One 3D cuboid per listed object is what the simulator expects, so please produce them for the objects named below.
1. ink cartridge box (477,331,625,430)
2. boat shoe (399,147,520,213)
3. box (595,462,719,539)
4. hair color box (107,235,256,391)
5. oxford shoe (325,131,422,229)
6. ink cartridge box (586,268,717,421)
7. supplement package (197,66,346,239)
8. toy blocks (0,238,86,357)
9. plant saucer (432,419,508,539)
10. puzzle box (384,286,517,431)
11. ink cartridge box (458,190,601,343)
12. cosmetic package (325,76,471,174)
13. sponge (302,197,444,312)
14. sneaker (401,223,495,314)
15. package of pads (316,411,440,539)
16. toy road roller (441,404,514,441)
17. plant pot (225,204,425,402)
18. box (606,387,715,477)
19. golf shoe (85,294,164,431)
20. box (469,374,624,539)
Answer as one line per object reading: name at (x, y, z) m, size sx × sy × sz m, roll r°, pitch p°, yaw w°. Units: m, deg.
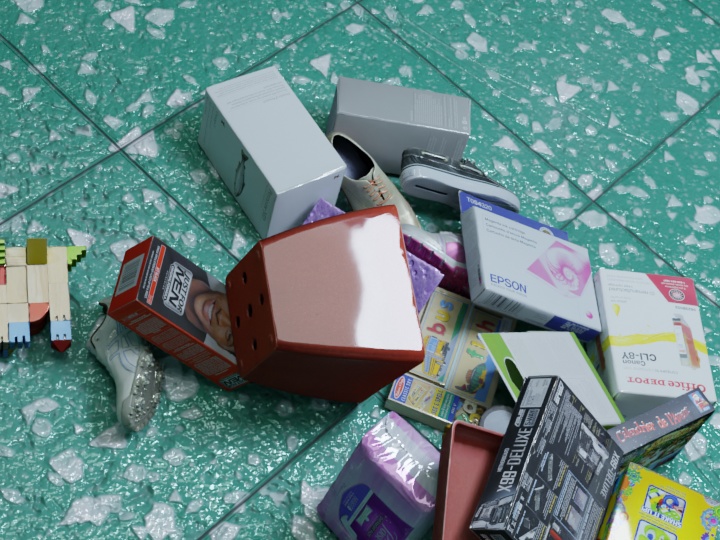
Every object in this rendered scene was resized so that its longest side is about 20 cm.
ink cartridge box at (0.223, 0.155, 1.704) m, size 0.199 × 0.076 × 0.148 m, roll 3°, pitch 50°, yaw -45°
boat shoe at (0.145, -0.129, 1.904) m, size 0.199 × 0.072 × 0.071 m, roll 18°, pitch 57°, yaw -30°
box at (0.308, 0.366, 1.551) m, size 0.121 × 0.200 × 0.193 m, roll 24°, pitch 52°, yaw 3°
hair color box at (-0.209, 0.055, 1.659) m, size 0.200 × 0.061 × 0.102 m, roll 37°, pitch 45°, yaw -33°
oxford shoe at (0.014, -0.108, 1.860) m, size 0.071 × 0.074 × 0.200 m, roll -44°, pitch 93°, yaw -8°
ink cartridge box at (0.390, 0.107, 1.825) m, size 0.144 × 0.084 × 0.201 m, roll 6°, pitch 54°, yaw -11°
supplement package at (-0.126, -0.162, 1.860) m, size 0.117 × 0.117 × 0.200 m, roll -22°, pitch 63°, yaw -27°
toy blocks at (-0.438, 0.044, 1.660) m, size 0.199 × 0.100 × 0.137 m, roll -1°, pitch 67°, yaw -16°
plant saucer at (0.144, 0.281, 1.478) m, size 0.199 × 0.037 × 0.201 m, roll 21°, pitch 69°, yaw -43°
puzzle box at (0.122, 0.121, 1.783) m, size 0.132 × 0.025 × 0.201 m, roll 21°, pitch 53°, yaw 1°
ink cartridge box at (0.230, -0.015, 1.827) m, size 0.195 × 0.043 × 0.201 m, roll 18°, pitch 48°, yaw -25°
cosmetic package at (0.052, -0.203, 1.939) m, size 0.199 × 0.107 × 0.091 m, roll 12°, pitch 48°, yaw -8°
sponge at (0.000, 0.000, 1.800) m, size 0.199 × 0.030 × 0.112 m, roll 32°, pitch 88°, yaw 8°
sneaker at (0.133, -0.015, 1.853) m, size 0.199 × 0.081 × 0.088 m, roll 28°, pitch 51°, yaw -6°
package of pads at (0.033, 0.261, 1.554) m, size 0.121 × 0.200 × 0.076 m, roll 46°, pitch 53°, yaw 14°
toy road roller at (0.153, 0.276, 1.629) m, size 0.145 × 0.123 × 0.201 m, roll -22°, pitch 63°, yaw -8°
plant pot at (-0.057, 0.047, 1.641) m, size 0.175 × 0.200 × 0.201 m, roll -1°, pitch 70°, yaw -26°
box at (0.338, 0.229, 1.694) m, size 0.199 × 0.137 × 0.038 m, roll -20°, pitch 63°, yaw -25°
golf shoe at (-0.294, 0.112, 1.667) m, size 0.097 × 0.078 × 0.201 m, roll -4°, pitch 51°, yaw 7°
box at (0.213, 0.242, 1.495) m, size 0.158 × 0.050 × 0.201 m, roll 47°, pitch 53°, yaw -33°
